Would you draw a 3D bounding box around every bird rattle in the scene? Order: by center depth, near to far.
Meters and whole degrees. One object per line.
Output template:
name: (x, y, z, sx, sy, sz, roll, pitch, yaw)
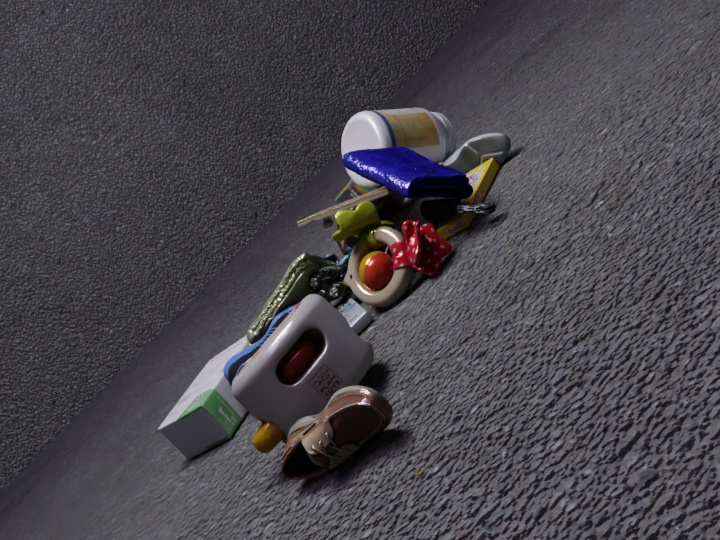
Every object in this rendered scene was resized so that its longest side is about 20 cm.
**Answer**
bird rattle: (0.046, -0.020, 1.376, 0.112, 0.198, 0.166, 4, -70, -57)

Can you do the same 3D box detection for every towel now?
towel: (0.078, -0.168, 1.411, 0.146, 0.051, 0.199, -3, 21, -37)
towel: (-0.124, 0.061, 1.560, 0.202, 0.036, 0.148, -58, -26, 4)

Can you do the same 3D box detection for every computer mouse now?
computer mouse: (0.157, -0.095, 1.369, 0.058, 0.035, 0.199, -11, 10, -22)

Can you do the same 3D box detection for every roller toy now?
roller toy: (-0.075, 0.142, 1.157, 0.183, 0.139, 0.200, -46, 4, 32)

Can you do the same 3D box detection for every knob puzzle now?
knob puzzle: (-0.003, -0.114, 1.495, 0.216, 0.031, 0.220, -21, 6, 2)

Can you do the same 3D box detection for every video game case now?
video game case: (-0.072, 0.131, 1.447, 0.200, 0.022, 0.182, -45, 13, -3)

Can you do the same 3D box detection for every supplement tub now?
supplement tub: (0.077, -0.243, 1.649, 0.197, 0.148, 0.144, -11, -8, -37)

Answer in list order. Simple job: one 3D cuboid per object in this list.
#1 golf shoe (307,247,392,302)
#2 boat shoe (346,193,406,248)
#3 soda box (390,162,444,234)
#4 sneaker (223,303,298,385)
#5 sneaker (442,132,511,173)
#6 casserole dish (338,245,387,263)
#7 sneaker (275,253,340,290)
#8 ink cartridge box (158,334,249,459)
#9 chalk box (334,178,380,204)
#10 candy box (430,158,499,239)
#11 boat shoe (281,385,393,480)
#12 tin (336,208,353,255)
golf shoe: (0.000, 0.000, 1.502, 0.197, 0.079, 0.088, -17, 4, 29)
boat shoe: (0.037, -0.095, 1.550, 0.067, 0.073, 0.200, -15, 17, 36)
soda box: (0.117, -0.113, 1.545, 0.063, 0.068, 0.201, -29, 19, 40)
sneaker: (-0.146, 0.140, 1.471, 0.199, 0.071, 0.078, -42, 34, -15)
sneaker: (0.215, -0.219, 1.590, 0.080, 0.071, 0.199, -48, 13, -35)
casserole dish: (0.009, -0.015, 1.629, 0.199, 0.039, 0.122, -26, 21, 50)
sneaker: (-0.107, 0.024, 1.760, 0.095, 0.080, 0.201, -28, 20, 40)
ink cartridge box: (-0.258, 0.229, 1.543, 0.144, 0.088, 0.201, -32, 19, 38)
chalk box: (0.039, -0.172, 1.812, 0.200, 0.125, 0.124, -40, 10, 50)
candy box: (0.177, -0.120, 1.484, 0.101, 0.027, 0.201, -27, 21, 40)
boat shoe: (-0.031, 0.203, 1.003, 0.200, 0.075, 0.072, -43, 12, 45)
tin: (0.008, -0.086, 1.682, 0.111, 0.042, 0.200, -28, -14, -12)
